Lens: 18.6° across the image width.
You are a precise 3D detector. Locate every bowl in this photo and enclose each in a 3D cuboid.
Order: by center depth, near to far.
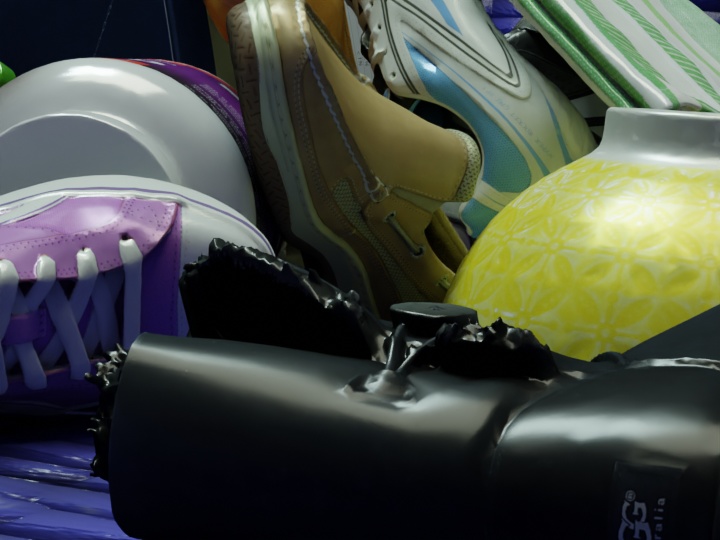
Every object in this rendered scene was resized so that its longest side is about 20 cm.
[{"bbox_3d":[0.125,-0.003,0.805,0.199,0.108,0.200,4,5,0],"label":"bowl"}]

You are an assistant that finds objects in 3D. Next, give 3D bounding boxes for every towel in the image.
[{"bbox_3d":[0.135,-0.094,0.959,0.200,0.023,0.153,9,35,-52],"label":"towel"}]

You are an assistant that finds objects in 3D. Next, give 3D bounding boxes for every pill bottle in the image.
[{"bbox_3d":[-0.088,-0.021,0.802,0.112,0.113,0.200,4,5,3],"label":"pill bottle"}]

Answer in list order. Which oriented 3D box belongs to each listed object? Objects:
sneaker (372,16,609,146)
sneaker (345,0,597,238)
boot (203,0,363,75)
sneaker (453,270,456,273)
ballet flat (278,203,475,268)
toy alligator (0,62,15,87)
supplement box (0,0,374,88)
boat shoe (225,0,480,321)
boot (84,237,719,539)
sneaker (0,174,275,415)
[{"bbox_3d":[0.096,-0.074,0.995,0.199,0.091,0.066,7,-5,0],"label":"sneaker"},{"bbox_3d":[0.023,-0.100,0.940,0.072,0.200,0.072,-30,-26,-8],"label":"sneaker"},{"bbox_3d":[-0.041,-0.123,0.945,0.070,0.145,0.201,-16,28,1],"label":"boot"},{"bbox_3d":[0.113,-0.002,0.942,0.199,0.081,0.074,0,8,-17],"label":"sneaker"},{"bbox_3d":[0.000,0.000,1.010,0.199,0.068,0.064,-2,35,-42],"label":"ballet flat"},{"bbox_3d":[-0.204,-0.075,0.912,0.059,0.055,0.199,6,-1,44],"label":"toy alligator"},{"bbox_3d":[-0.072,-0.086,1.097,0.199,0.135,0.200,-2,-11,-42],"label":"supplement box"},{"bbox_3d":[0.006,-0.039,0.814,0.076,0.072,0.200,-11,-29,8],"label":"boat shoe"},{"bbox_3d":[0.041,0.030,0.541,0.167,0.077,0.200,10,13,18],"label":"boot"},{"bbox_3d":[-0.112,0.021,0.636,0.199,0.073,0.114,-4,14,-15],"label":"sneaker"}]
